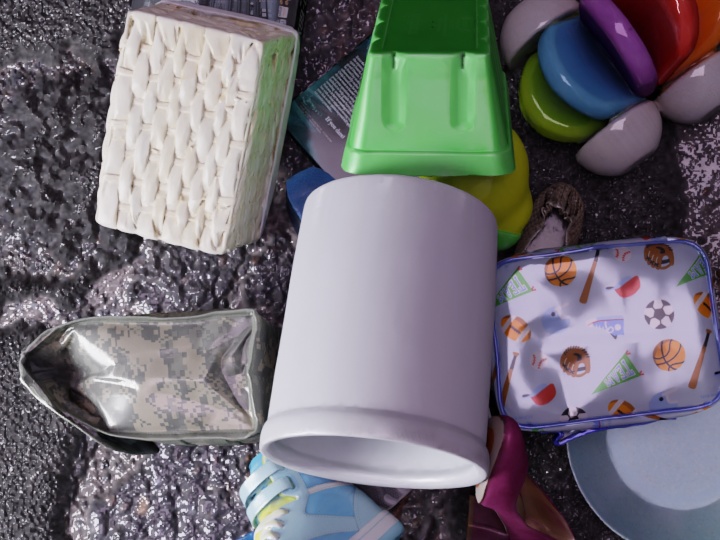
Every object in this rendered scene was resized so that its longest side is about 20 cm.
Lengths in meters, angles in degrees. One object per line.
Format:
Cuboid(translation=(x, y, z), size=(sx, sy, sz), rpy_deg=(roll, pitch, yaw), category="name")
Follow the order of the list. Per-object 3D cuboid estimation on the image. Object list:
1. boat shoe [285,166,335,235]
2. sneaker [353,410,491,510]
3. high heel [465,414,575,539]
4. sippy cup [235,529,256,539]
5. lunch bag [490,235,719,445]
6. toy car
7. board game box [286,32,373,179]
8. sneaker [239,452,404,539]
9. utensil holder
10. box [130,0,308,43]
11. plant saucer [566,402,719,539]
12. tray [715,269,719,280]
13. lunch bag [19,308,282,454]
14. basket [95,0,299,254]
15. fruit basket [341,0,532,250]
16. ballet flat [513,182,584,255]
Cuboid(translation=(0.000, 0.000, 0.979), size=(0.084, 0.069, 0.201), rpy_deg=(-21, 76, -11), category="boat shoe")
Cuboid(translation=(0.028, 0.153, 0.956), size=(0.199, 0.082, 0.075), rpy_deg=(-25, 105, 18), category="sneaker")
Cuboid(translation=(0.139, 0.173, 0.883), size=(0.096, 0.200, 0.068), rpy_deg=(6, 59, 4), category="high heel")
Cuboid(translation=(-0.077, 0.290, 0.917), size=(0.140, 0.177, 0.131), rpy_deg=(-47, 65, 38), category="sippy cup")
Cuboid(translation=(0.194, 0.058, 0.909), size=(0.199, 0.076, 0.161), rpy_deg=(-7, 87, 5), category="lunch bag")
Cuboid(translation=(0.226, -0.193, 0.941), size=(0.200, 0.150, 0.175), rpy_deg=(-33, 81, 0), category="toy car")
Cuboid(translation=(0.035, -0.109, 1.007), size=(0.135, 0.028, 0.200), rpy_deg=(-39, 81, -2), category="board game box")
Cuboid(translation=(-0.070, 0.212, 0.856), size=(0.131, 0.200, 0.080), rpy_deg=(44, 126, 18), category="sneaker")
Cuboid(translation=(0.021, 0.051, 0.842), size=(0.169, 0.170, 0.201), rpy_deg=(6, 68, 6), category="utensil holder")
Cuboid(translation=(-0.125, -0.280, 1.033), size=(0.157, 0.050, 0.201), rpy_deg=(9, 84, 6), category="box")
Cuboid(translation=(0.275, 0.143, 0.947), size=(0.200, 0.039, 0.202), rpy_deg=(-1, 81, 4), category="plant saucer")
Cuboid(translation=(0.405, 0.061, 0.949), size=(0.098, 0.037, 0.201), rpy_deg=(-30, 82, 0), category="tray")
Cuboid(translation=(-0.169, 0.095, 0.927), size=(0.199, 0.164, 0.118), rpy_deg=(-2, 80, 5), category="lunch bag")
Cuboid(translation=(-0.142, -0.123, 0.947), size=(0.135, 0.123, 0.201), rpy_deg=(14, 103, 6), category="basket")
Cuboid(translation=(0.069, -0.111, 0.916), size=(0.155, 0.216, 0.217), rpy_deg=(1, 82, 5), category="fruit basket")
Cuboid(translation=(0.155, 0.017, 0.970), size=(0.067, 0.046, 0.201), rpy_deg=(18, 84, 8), category="ballet flat")
